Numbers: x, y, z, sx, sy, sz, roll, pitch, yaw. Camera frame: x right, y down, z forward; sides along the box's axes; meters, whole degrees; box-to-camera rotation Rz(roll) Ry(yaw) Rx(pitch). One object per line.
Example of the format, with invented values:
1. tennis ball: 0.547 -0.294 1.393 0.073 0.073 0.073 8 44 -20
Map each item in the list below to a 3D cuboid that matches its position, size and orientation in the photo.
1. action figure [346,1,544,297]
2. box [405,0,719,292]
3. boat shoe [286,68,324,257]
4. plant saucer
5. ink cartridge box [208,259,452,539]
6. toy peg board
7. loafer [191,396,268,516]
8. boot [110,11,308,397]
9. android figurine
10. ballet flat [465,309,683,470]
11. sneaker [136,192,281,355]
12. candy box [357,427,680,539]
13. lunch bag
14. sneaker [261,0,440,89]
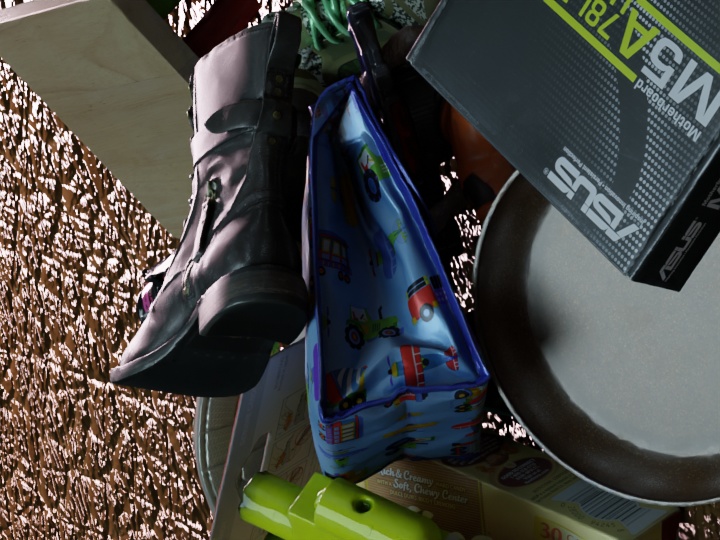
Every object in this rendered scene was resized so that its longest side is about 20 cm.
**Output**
1. action figure: 0.070 -0.059 1.490 0.193 0.105 0.200 44 153 53
2. box: 0.134 -0.124 1.297 0.193 0.048 0.200 -56 49 18
3. boat shoe: -0.028 -0.028 1.618 0.066 0.072 0.201 -103 -2 -49
4. plant saucer: 0.150 0.020 1.360 0.200 0.032 0.200 9 109 28
5. ink cartridge box: -0.034 0.084 1.627 0.044 0.174 0.200 40 137 27
6. toy peg board: -0.111 -0.126 1.729 0.199 0.098 0.200 47 157 -21
7. loafer: -0.079 0.153 1.852 0.063 0.072 0.200 7 113 66
8. boot: -0.076 -0.032 1.470 0.200 0.069 0.174 -35 51 53
9. android figurine: 0.025 0.181 1.490 0.200 0.041 0.182 25 150 22
10. ballet flat: 0.112 0.057 1.477 0.200 0.073 0.073 19 120 58
11. sneaker: -0.089 0.014 1.598 0.200 0.084 0.077 96 157 -59
12. candy box: 0.085 0.160 1.534 0.200 0.055 0.115 21 122 38
13. lunch bag: 0.000 0.000 1.468 0.151 0.094 0.200 88 168 -72
14. sneaker: -0.010 -0.144 1.567 0.200 0.089 0.077 -40 69 58
